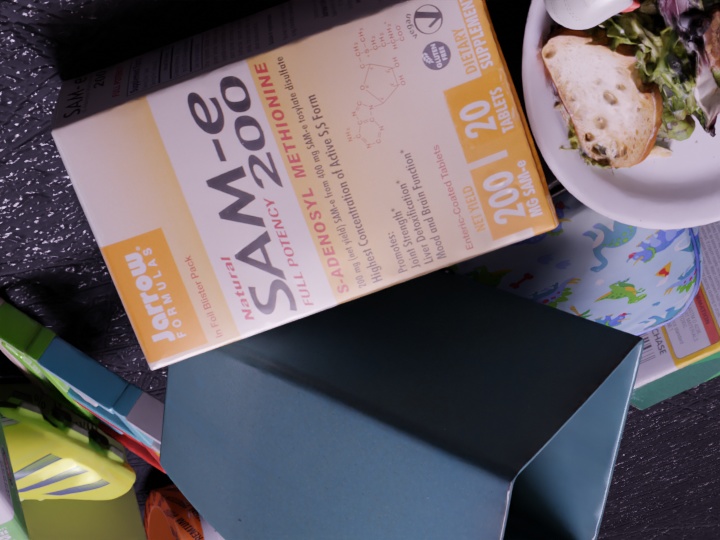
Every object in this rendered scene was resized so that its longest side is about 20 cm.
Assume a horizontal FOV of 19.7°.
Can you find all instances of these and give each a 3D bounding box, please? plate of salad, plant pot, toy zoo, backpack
[{"bbox_3d":[0.167,-0.108,0.949,0.198,0.048,0.202,-10,117,-21],"label":"plate of salad"},{"bbox_3d":[0.008,0.082,1.006,0.141,0.199,0.142,-39,146,-49],"label":"plant pot"},{"bbox_3d":[-0.116,0.090,1.153,0.021,0.199,0.131,-55,162,-13],"label":"toy zoo"},{"bbox_3d":[0.105,-0.039,1.083,0.162,0.155,0.200,-26,167,7],"label":"backpack"}]

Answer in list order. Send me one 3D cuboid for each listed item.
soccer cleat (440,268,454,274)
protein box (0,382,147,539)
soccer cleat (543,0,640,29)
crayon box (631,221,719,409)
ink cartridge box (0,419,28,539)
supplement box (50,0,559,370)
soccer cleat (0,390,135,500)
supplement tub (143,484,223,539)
[{"bbox_3d":[0.000,0.000,1.115,0.199,0.069,0.073,28,129,-34],"label":"soccer cleat"},{"bbox_3d":[-0.240,0.187,1.236,0.197,0.201,0.135,-1,153,-34],"label":"protein box"},{"bbox_3d":[0.109,-0.183,0.824,0.077,0.070,0.201,8,134,-25],"label":"soccer cleat"},{"bbox_3d":[0.223,-0.017,1.211,0.199,0.127,0.052,-26,156,19],"label":"crayon box"},{"bbox_3d":[-0.232,0.051,1.005,0.083,0.147,0.200,-16,158,-5],"label":"ink cartridge box"},{"bbox_3d":[-0.025,-0.052,0.937,0.198,0.127,0.074,-20,-159,4],"label":"supplement box"},{"bbox_3d":[-0.222,0.108,1.177,0.199,0.084,0.065,20,179,-34],"label":"soccer cleat"},{"bbox_3d":[-0.047,0.187,1.481,0.198,0.123,0.123,-8,155,-23],"label":"supplement tub"}]
